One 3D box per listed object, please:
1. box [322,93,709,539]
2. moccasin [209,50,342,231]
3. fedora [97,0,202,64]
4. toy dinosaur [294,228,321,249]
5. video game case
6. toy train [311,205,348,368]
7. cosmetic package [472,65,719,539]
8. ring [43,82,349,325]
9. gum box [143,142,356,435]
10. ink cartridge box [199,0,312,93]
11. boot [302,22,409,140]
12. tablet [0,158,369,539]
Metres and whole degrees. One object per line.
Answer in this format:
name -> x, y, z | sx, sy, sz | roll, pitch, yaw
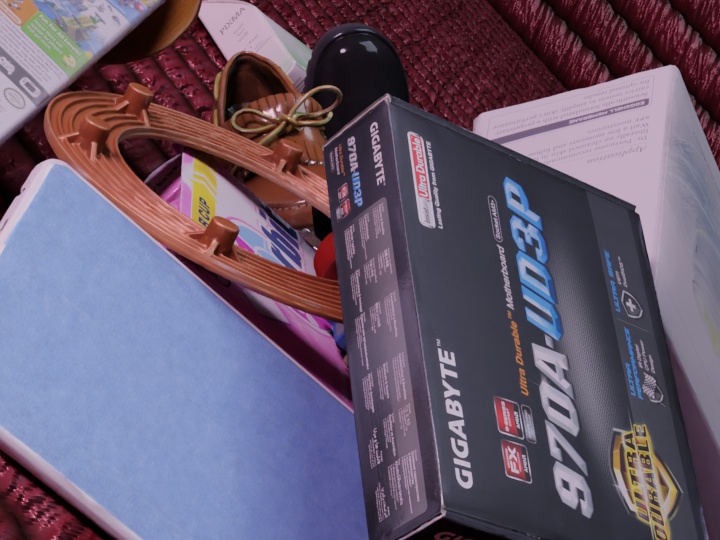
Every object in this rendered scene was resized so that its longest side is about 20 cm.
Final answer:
box -> 0.066, 0.041, 0.964 | 0.159, 0.046, 0.201 | 21, 48, -36
moccasin -> -0.047, -0.074, 1.335 | 0.202, 0.073, 0.078 | -107, -165, -63
fedora -> -0.174, -0.181, 1.173 | 0.201, 0.201, 0.082 | 45, 43, 0
toy dinosaur -> -0.006, 0.005, 1.251 | 0.102, 0.077, 0.200 | 11, 2, -4
video game case -> -0.182, -0.136, 1.042 | 0.143, 0.018, 0.200 | 44, 44, -4
toy train -> 0.000, 0.000, 1.085 | 0.046, 0.034, 0.200 | 41, 13, -18
cosmetic package -> 0.137, 0.040, 1.191 | 0.200, 0.122, 0.200 | -75, 145, -48
ring -> -0.047, -0.033, 1.022 | 0.200, 0.019, 0.201 | 25, 16, -8
gum box -> -0.062, 0.019, 1.050 | 0.113, 0.066, 0.200 | 43, 12, -16
ink cartridge box -> -0.052, -0.159, 1.708 | 0.161, 0.050, 0.200 | 33, 20, -46
boot -> 0.034, -0.034, 1.338 | 0.200, 0.065, 0.166 | -127, -154, -54
tablet -> -0.072, 0.058, 0.896 | 0.200, 0.014, 0.130 | 42, 42, -18
